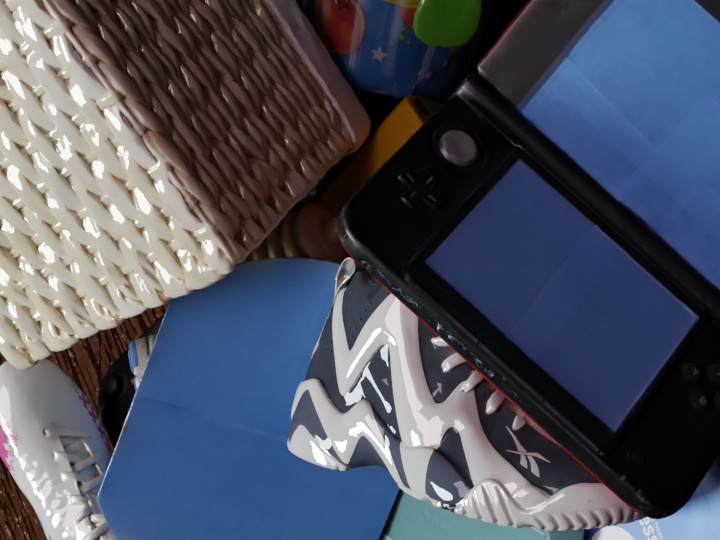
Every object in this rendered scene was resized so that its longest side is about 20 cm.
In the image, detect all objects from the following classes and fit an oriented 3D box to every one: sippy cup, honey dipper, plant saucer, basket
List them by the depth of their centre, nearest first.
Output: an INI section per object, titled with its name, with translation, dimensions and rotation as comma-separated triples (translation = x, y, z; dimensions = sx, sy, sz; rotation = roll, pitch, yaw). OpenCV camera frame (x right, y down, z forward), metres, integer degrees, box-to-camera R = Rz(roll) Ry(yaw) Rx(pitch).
[honey dipper]
translation = 0.025, -0.040, 0.851
dimensions = 0.199, 0.038, 0.038
rotation = -26, 66, 27
[basket]
translation = -0.139, -0.081, 0.873
dimensions = 0.197, 0.161, 0.201
rotation = -23, 110, 37
[plant saucer]
translation = 0.045, 0.132, 0.888
dimensions = 0.200, 0.019, 0.071
rotation = 26, 103, 59
[sippy cup]
translation = 0.021, -0.167, 0.917
dimensions = 0.139, 0.178, 0.131
rotation = 18, 111, 15

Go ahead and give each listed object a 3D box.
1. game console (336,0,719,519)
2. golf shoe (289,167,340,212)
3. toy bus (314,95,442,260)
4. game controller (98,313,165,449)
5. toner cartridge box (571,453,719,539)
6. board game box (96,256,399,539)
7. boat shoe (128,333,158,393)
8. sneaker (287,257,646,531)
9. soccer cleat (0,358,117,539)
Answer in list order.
[game console]
translation = 0.122, -0.026, 0.741
dimensions = 0.200, 0.172, 0.119
rotation = 42, 143, 3
[golf shoe]
translation = -0.083, -0.027, 1.020
dimensions = 0.097, 0.078, 0.201
rotation = 27, 95, 27
[toy bus]
translation = 0.000, 0.000, 0.939
dimensions = 0.200, 0.078, 0.065
rotation = -49, 54, 25
[game controller]
translation = -0.102, 0.121, 1.053
dimensions = 0.104, 0.042, 0.201
rotation = -48, 55, 29
[toner cartridge box]
translation = 0.132, 0.073, 0.825
dimensions = 0.095, 0.043, 0.201
rotation = -38, 59, 34
[board game box]
translation = -0.050, 0.082, 0.902
dimensions = 0.039, 0.157, 0.201
rotation = -126, 55, -67
[boat shoe]
translation = -0.076, 0.131, 0.959
dimensions = 0.072, 0.072, 0.202
rotation = -125, 22, -81
[sneaker]
translation = 0.056, 0.044, 0.808
dimensions = 0.198, 0.079, 0.131
rotation = 13, 98, 42
[soccer cleat]
translation = -0.171, 0.146, 1.063
dimensions = 0.086, 0.070, 0.201
rotation = 1, 114, 59
